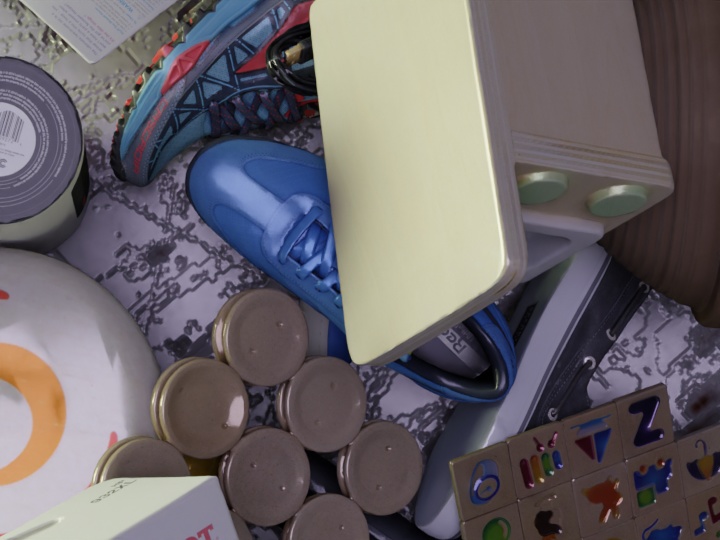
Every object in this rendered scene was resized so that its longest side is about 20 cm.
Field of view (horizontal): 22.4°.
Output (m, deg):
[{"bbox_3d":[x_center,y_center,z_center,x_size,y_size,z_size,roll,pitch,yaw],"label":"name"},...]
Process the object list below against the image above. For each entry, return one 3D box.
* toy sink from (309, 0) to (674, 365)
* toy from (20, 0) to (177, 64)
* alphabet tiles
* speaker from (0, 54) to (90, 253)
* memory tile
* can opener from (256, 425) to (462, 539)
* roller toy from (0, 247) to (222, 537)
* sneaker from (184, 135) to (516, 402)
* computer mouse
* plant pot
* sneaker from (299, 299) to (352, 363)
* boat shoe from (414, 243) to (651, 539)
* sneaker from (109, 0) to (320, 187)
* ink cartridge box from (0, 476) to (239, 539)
[{"bbox_3d":[0.064,-0.062,0.872,0.112,0.130,0.201,7,64,-32],"label":"toy sink"},{"bbox_3d":[-0.115,-0.195,0.994,0.115,0.047,0.200,42,65,10],"label":"toy"},{"bbox_3d":[0.149,0.148,0.980,0.200,0.008,0.168,-17,106,-22],"label":"alphabet tiles"},{"bbox_3d":[-0.180,-0.053,0.931,0.081,0.200,0.081,1,85,-7],"label":"speaker"},{"bbox_3d":[-0.063,0.122,0.908,0.153,0.017,0.200,48,65,-23],"label":"memory tile"},{"bbox_3d":[0.014,0.153,0.999,0.200,0.079,0.064,27,113,6],"label":"can opener"},{"bbox_3d":[-0.190,0.086,0.952,0.200,0.140,0.183,-36,83,-13],"label":"roller toy"},{"bbox_3d":[0.000,0.000,0.922,0.200,0.078,0.066,36,97,-14],"label":"sneaker"},{"bbox_3d":[0.024,-0.147,0.976,0.200,0.034,0.059,-40,98,-38],"label":"computer mouse"},{"bbox_3d":[0.159,-0.070,0.945,0.092,0.201,0.202,0,86,1],"label":"plant pot"},{"bbox_3d":[0.041,-0.025,0.997,0.111,0.077,0.200,18,79,9],"label":"sneaker"},{"bbox_3d":[0.101,0.068,0.991,0.066,0.070,0.200,35,67,-12],"label":"boat shoe"},{"bbox_3d":[-0.052,-0.111,0.999,0.096,0.079,0.200,43,86,-1],"label":"sneaker"},{"bbox_3d":[-0.104,0.210,0.803,0.145,0.084,0.201,-28,103,-44],"label":"ink cartridge box"}]
